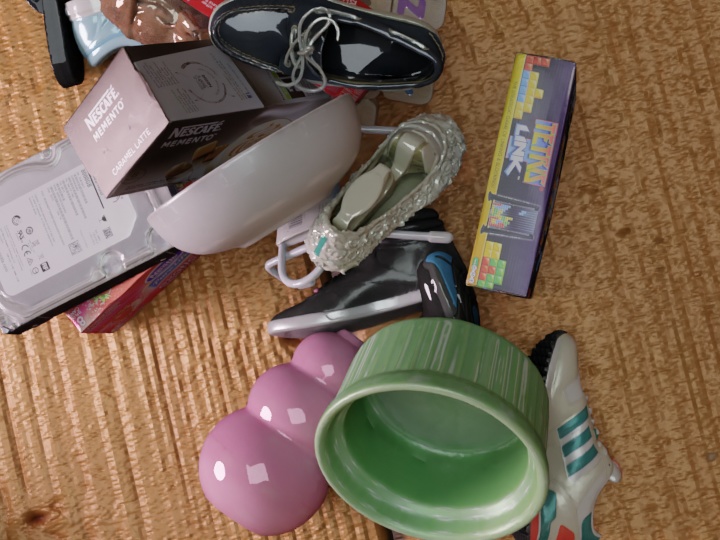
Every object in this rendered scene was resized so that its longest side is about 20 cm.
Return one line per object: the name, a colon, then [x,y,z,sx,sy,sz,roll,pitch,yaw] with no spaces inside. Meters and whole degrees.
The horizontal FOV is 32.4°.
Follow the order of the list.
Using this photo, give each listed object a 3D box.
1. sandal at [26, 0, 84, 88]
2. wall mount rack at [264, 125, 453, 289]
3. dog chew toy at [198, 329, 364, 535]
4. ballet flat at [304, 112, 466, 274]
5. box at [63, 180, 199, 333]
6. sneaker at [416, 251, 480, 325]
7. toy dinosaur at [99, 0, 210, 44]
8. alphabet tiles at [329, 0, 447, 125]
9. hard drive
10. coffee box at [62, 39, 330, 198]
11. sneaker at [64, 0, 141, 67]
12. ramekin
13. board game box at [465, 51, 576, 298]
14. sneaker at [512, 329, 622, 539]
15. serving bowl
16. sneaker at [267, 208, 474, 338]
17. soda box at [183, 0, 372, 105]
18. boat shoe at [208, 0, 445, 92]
sandal: [-0.317,-0.279,1.224,0.048,0.075,0.201,-10,88,5]
wall mount rack: [-0.006,-0.067,1.127,0.173,0.075,0.201,-20,52,32]
dog chew toy: [-0.061,0.144,1.155,0.124,0.125,0.200,33,85,8]
ballet flat: [0.028,-0.077,1.059,0.072,0.072,0.200,37,63,8]
box: [-0.211,-0.040,1.191,0.200,0.095,0.100,-41,83,5]
sneaker: [0.071,0.077,1.124,0.082,0.073,0.201,-5,118,18]
toy dinosaur: [-0.192,-0.231,1.143,0.200,0.086,0.135,46,135,-5]
alphabet tiles: [-0.023,-0.218,1.143,0.195,0.015,0.201,12,131,4]
hard drive: [-0.263,-0.045,1.133,0.199,0.038,0.140,-26,82,7]
coffee box: [-0.139,-0.138,1.080,0.114,0.200,0.080,-42,75,38]
sneaker: [-0.184,-0.246,1.214,0.199,0.074,0.082,-11,104,11]
ramekin: [0.068,0.134,1.066,0.199,0.098,0.201,10,133,10]
board game box: [0.147,-0.077,1.102,0.056,0.165,0.201,12,91,9]
sneaker: [0.194,0.158,1.146,0.093,0.070,0.201,8,86,-12]
serving bowl: [-0.078,-0.069,1.039,0.200,0.200,0.066,-31,95,7]
sneaker: [0.000,0.000,1.176,0.199,0.071,0.100,-17,78,8]
soda box: [-0.066,-0.230,1.087,0.200,0.070,0.063,32,128,-14]
boat shoe: [-0.029,-0.184,1.027,0.199,0.062,0.075,12,115,-4]
